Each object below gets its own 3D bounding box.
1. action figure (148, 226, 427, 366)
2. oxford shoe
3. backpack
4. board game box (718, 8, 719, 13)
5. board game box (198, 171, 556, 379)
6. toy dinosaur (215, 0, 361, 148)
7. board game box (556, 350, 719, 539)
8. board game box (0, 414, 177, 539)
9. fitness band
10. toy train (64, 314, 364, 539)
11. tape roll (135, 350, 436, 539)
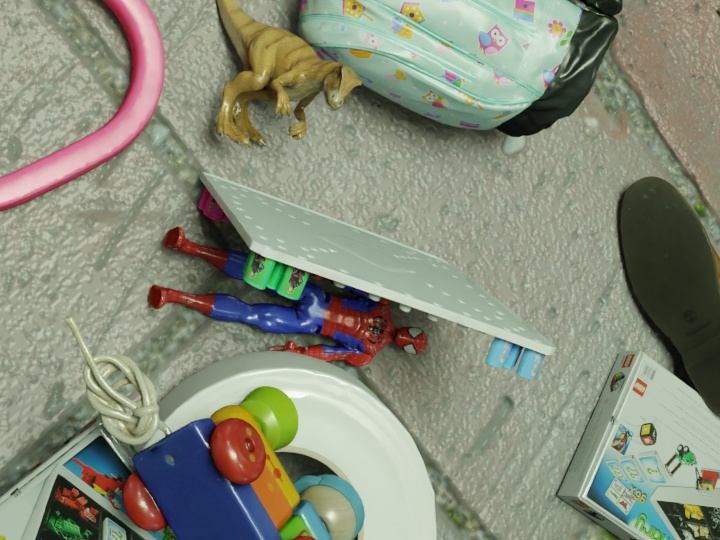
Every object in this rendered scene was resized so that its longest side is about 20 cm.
[{"bbox_3d":[-0.041,0.026,0.808,0.197,0.052,0.067,16,86,-24],"label":"action figure"},{"bbox_3d":[0.268,0.018,0.948,0.071,0.071,0.203,-23,88,-58],"label":"oxford shoe"},{"bbox_3d":[0.058,-0.171,0.819,0.197,0.167,0.129,23,81,-14],"label":"backpack"},{"bbox_3d":[0.416,-0.230,1.049,0.200,0.029,0.135,-41,102,-22],"label":"board game box"},{"bbox_3d":[0.000,0.000,0.753,0.197,0.200,0.026,19,100,-21],"label":"board game box"},{"bbox_3d":[-0.064,-0.142,0.798,0.060,0.200,0.107,14,112,-51],"label":"toy dinosaur"},{"bbox_3d":[0.259,0.170,0.934,0.199,0.035,0.127,35,71,-17],"label":"board game box"},{"bbox_3d":[-0.135,0.200,0.677,0.126,0.035,0.201,-36,99,-3],"label":"board game box"},{"bbox_3d":[-0.219,-0.122,0.751,0.198,0.037,0.145,-31,97,-22],"label":"fitness band"},{"bbox_3d":[-0.074,0.093,0.653,0.202,0.084,0.116,59,27,-2],"label":"toy train"},{"bbox_3d":[-0.053,0.156,0.749,0.198,0.071,0.207,-1,94,-11],"label":"tape roll"}]
